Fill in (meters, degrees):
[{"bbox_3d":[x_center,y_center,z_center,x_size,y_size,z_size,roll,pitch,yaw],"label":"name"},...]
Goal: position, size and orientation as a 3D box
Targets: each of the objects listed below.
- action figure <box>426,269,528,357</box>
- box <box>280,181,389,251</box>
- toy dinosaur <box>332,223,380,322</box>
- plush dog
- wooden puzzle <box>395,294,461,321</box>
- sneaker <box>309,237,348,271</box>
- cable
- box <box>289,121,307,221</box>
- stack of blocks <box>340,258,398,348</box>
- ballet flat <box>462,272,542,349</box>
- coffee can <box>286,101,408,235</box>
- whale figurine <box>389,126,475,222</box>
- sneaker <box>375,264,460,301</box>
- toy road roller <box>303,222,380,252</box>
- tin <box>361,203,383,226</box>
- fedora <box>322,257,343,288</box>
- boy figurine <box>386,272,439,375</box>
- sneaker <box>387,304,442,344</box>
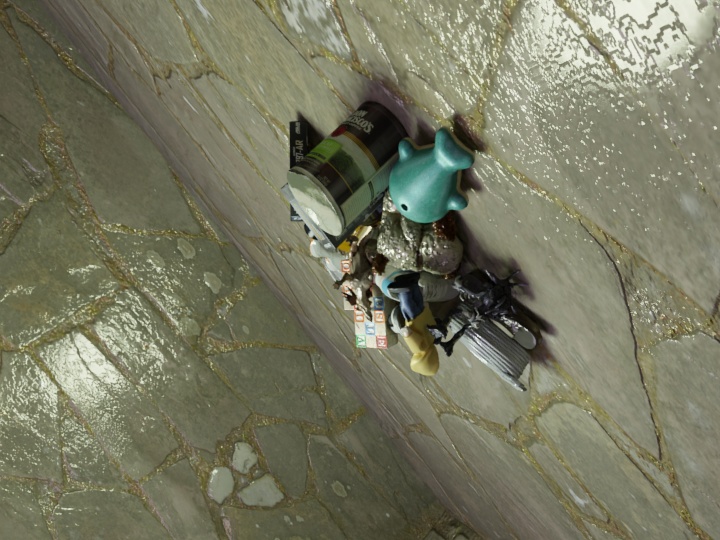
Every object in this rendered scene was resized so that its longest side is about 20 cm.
[{"bbox_3d":[0.216,0.065,1.078,0.119,0.198,0.103,48,-175,-28],"label":"action figure"},{"bbox_3d":[-0.040,-0.166,1.144,0.160,0.200,0.048,50,158,-13],"label":"box"},{"bbox_3d":[0.000,0.000,1.260,0.083,0.207,0.136,9,168,10],"label":"toy dinosaur"},{"bbox_3d":[0.123,-0.050,1.131,0.167,0.164,0.203,10,146,24],"label":"plush dog"},{"bbox_3d":[0.126,0.058,1.331,0.199,0.037,0.188,40,116,17],"label":"wooden puzzle"},{"bbox_3d":[-0.057,-0.054,1.398,0.089,0.078,0.200,6,165,21],"label":"sneaker"},{"bbox_3d":[0.270,0.152,1.219,0.199,0.070,0.200,43,178,-21],"label":"cable"},{"bbox_3d":[-0.150,-0.233,1.369,0.201,0.042,0.166,110,158,-71],"label":"box"},{"bbox_3d":[0.021,0.074,1.335,0.112,0.058,0.208,-2,95,34],"label":"stack of blocks"},{"bbox_3d":[0.285,0.074,1.137,0.199,0.046,0.069,43,143,25],"label":"ballet flat"},{"bbox_3d":[-0.018,-0.187,1.046,0.145,0.200,0.147,39,160,17],"label":"coffee can"},{"bbox_3d":[0.115,-0.154,0.957,0.159,0.104,0.200,45,157,-1],"label":"whale figurine"},{"bbox_3d":[0.131,0.038,1.209,0.081,0.193,0.079,-123,40,-62],"label":"sneaker"},{"bbox_3d":[-0.030,-0.141,1.317,0.195,0.149,0.124,22,133,-18],"label":"toy road roller"},{"bbox_3d":[-0.021,-0.185,1.206,0.202,0.112,0.042,52,161,-12],"label":"tin"},{"bbox_3d":[-0.045,-0.015,1.650,0.200,0.090,0.178,45,162,9],"label":"fedora"},{"bbox_3d":[0.113,0.108,1.118,0.063,0.124,0.206,-5,112,28],"label":"boy figurine"},{"bbox_3d":[0.092,0.118,1.235,0.112,0.078,0.199,4,166,34],"label":"sneaker"}]
